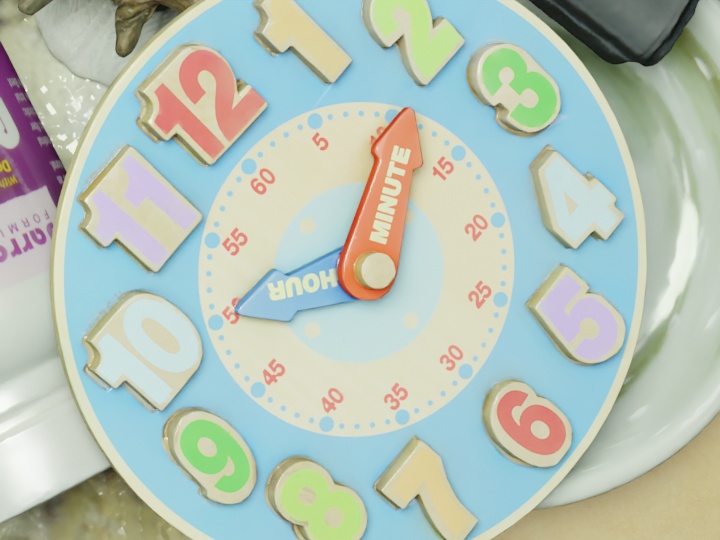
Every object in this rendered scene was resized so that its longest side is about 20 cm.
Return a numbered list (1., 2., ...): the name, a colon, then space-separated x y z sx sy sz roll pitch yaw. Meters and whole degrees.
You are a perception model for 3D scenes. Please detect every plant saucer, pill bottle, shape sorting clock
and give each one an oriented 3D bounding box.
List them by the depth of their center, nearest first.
1. shape sorting clock: 0.000 0.000 0.940 0.199 0.039 0.201 -1 93 -16
2. pill bottle: -0.148 -0.014 0.967 0.112 0.112 0.200 -28 90 -9
3. plant saucer: 0.046 -0.021 0.998 0.200 0.050 0.201 -1 94 -17

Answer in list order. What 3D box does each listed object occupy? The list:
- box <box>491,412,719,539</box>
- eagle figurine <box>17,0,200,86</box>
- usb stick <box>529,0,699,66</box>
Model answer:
1. box: 0.070 0.088 1.037 0.199 0.021 0.164 0 85 -8
2. eagle figurine: -0.029 -0.159 1.005 0.200 0.151 0.152 -54 140 -37
3. usb stick: 0.031 -0.137 0.934 0.200 0.033 0.056 35 86 -22
